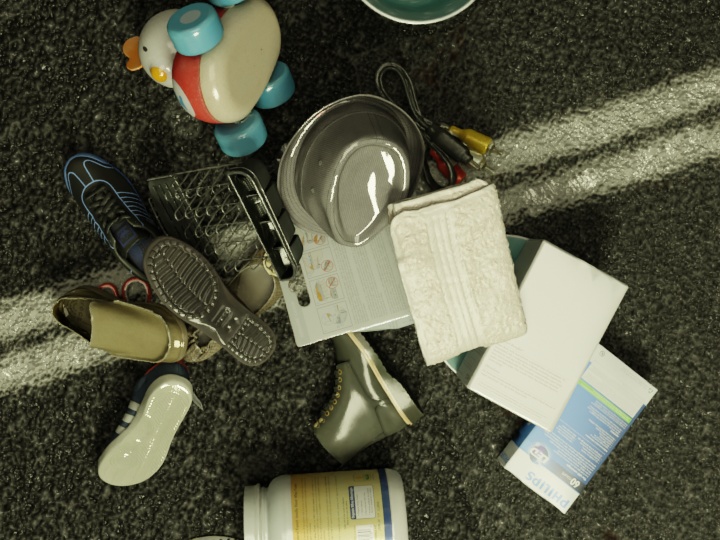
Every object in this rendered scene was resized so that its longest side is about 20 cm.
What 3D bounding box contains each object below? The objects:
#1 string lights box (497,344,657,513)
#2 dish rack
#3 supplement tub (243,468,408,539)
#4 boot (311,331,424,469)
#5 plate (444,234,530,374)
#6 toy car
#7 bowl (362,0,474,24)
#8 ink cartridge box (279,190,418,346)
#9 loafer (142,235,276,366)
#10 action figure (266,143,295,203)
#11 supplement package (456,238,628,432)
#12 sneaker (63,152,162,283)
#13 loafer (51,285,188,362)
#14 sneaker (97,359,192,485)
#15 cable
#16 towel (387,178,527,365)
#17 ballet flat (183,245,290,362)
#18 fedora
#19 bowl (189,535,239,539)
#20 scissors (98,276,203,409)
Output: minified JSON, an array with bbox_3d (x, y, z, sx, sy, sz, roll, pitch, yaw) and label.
[{"bbox_3d":[0.280,0.200,1.424,0.103,0.059,0.201,37,91,-4],"label":"string lights box"},{"bbox_3d":[-0.172,-0.058,1.326,0.199,0.055,0.154,-5,122,32],"label":"dish rack"},{"bbox_3d":[-0.044,0.325,1.371,0.198,0.144,0.146,-2,93,-3],"label":"supplement tub"},{"bbox_3d":[-0.030,0.145,1.400,0.138,0.077,0.201,-36,93,4],"label":"boot"},{"bbox_3d":[0.184,0.053,1.427,0.198,0.026,0.202,0,93,-4],"label":"plate"},{"bbox_3d":[-0.210,-0.256,1.328,0.198,0.185,0.178,5,49,26],"label":"toy car"},{"bbox_3d":[0.066,-0.398,1.355,0.199,0.105,0.203,0,93,-4],"label":"bowl"},{"bbox_3d":[0.000,0.000,1.375,0.198,0.057,0.164,-18,69,3],"label":"ink cartridge box"},{"bbox_3d":[-0.190,0.040,1.334,0.073,0.071,0.200,-44,106,-10],"label":"loafer"},{"bbox_3d":[-0.038,-0.143,1.361,0.198,0.119,0.103,-6,123,-10],"label":"action figure"},{"bbox_3d":[0.221,0.076,1.358,0.121,0.120,0.201,28,91,-2],"label":"supplement package"},{"bbox_3d":[-0.299,-0.066,1.367,0.070,0.078,0.200,-41,95,0],"label":"sneaker"},{"bbox_3d":[-0.298,0.071,1.339,0.199,0.067,0.077,12,106,30],"label":"loafer"},{"bbox_3d":[-0.271,0.187,1.391,0.075,0.085,0.200,25,118,-27],"label":"sneaker"},{"bbox_3d":[0.086,-0.178,1.412,0.200,0.050,0.097,43,108,7],"label":"cable"},{"bbox_3d":[0.112,0.001,1.257,0.131,0.035,0.202,-17,106,0],"label":"towel"},{"bbox_3d":[-0.157,0.041,1.397,0.200,0.046,0.067,-43,95,0],"label":"ballet flat"},{"bbox_3d":[-0.003,-0.099,1.272,0.175,0.091,0.201,11,120,-23],"label":"fedora"},{"bbox_3d":[-0.192,0.450,1.396,0.199,0.094,0.203,0,94,-2],"label":"bowl"},{"bbox_3d":[-0.274,0.101,1.413,0.073,0.014,0.201,-24,96,-3],"label":"scissors"}]
